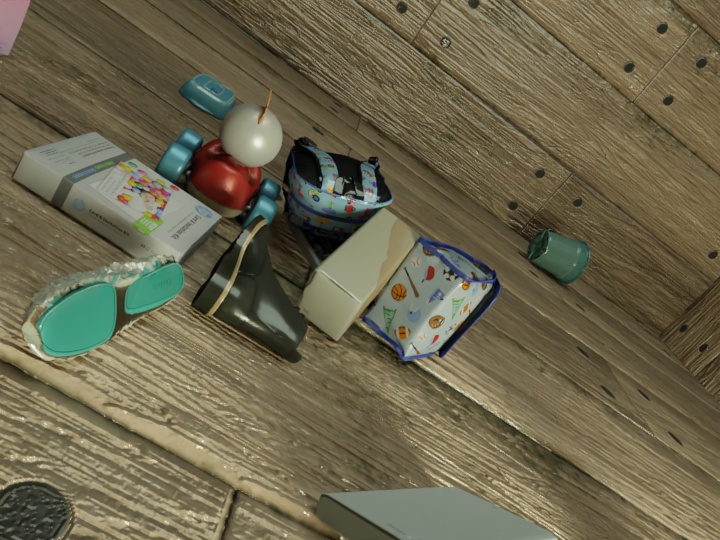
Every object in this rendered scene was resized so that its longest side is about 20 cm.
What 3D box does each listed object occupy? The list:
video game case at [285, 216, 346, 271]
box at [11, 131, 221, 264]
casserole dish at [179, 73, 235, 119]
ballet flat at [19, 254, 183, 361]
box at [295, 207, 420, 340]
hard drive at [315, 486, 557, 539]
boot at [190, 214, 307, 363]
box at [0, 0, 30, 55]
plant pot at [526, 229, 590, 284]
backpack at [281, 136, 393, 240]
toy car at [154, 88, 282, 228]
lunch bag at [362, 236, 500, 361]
[{"bbox_3d":[-0.022,-0.040,0.973,0.181,0.023,0.200,7,28,-27],"label":"video game case"},{"bbox_3d":[-0.287,-0.088,0.690,0.200,0.041,0.156,36,20,-9],"label":"box"},{"bbox_3d":[-0.352,-0.415,1.311,0.121,0.039,0.200,31,22,-17],"label":"casserole dish"},{"bbox_3d":[-0.239,0.027,0.506,0.072,0.072,0.200,39,18,5],"label":"ballet flat"},{"bbox_3d":[0.000,0.000,0.810,0.078,0.095,0.200,37,43,6],"label":"box"},{"bbox_3d":[0.075,0.238,0.517,0.200,0.026,0.132,19,-8,-43],"label":"hard drive"},{"bbox_3d":[-0.118,0.022,0.707,0.138,0.077,0.200,37,32,-14],"label":"boot"},{"bbox_3d":[-0.598,-0.389,0.740,0.200,0.097,0.176,36,19,-6],"label":"box"},{"bbox_3d":[0.838,-0.071,2.388,0.196,0.201,0.200,24,23,-15],"label":"plant pot"},{"bbox_3d":[-0.041,-0.121,0.934,0.182,0.135,0.200,12,25,-17],"label":"backpack"},{"bbox_3d":[-0.181,-0.195,0.871,0.184,0.200,0.177,31,20,-18],"label":"toy car"},{"bbox_3d":[0.130,0.051,0.906,0.124,0.170,0.200,45,18,25],"label":"lunch bag"}]
